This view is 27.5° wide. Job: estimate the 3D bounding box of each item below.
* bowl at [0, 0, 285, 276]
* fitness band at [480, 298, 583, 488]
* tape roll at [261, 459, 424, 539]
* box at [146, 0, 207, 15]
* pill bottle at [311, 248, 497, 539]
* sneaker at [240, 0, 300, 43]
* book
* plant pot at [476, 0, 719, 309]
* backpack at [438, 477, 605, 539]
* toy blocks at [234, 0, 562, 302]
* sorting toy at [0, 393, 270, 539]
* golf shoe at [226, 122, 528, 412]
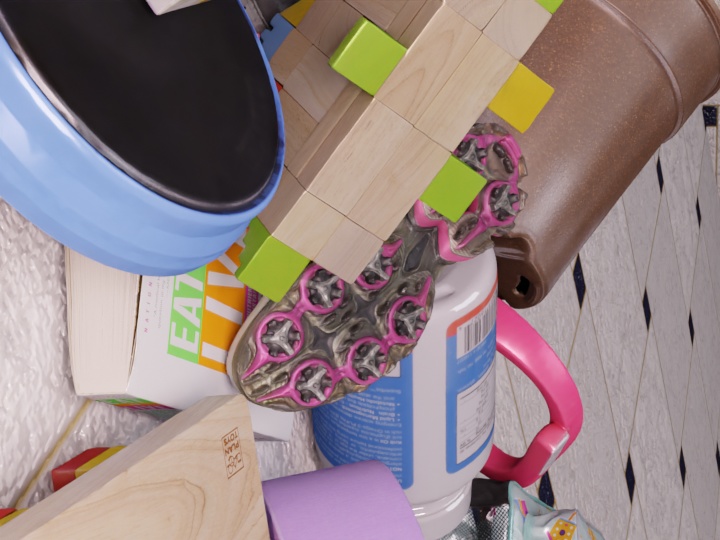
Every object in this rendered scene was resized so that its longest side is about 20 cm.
[{"bbox_3d":[-0.102,-0.095,0.587,0.201,0.039,0.201,43,31,-33],"label":"bowl"},{"bbox_3d":[0.080,0.075,0.981,0.037,0.144,0.200,-40,167,-20],"label":"fitness band"},{"bbox_3d":[-0.004,0.196,0.712,0.200,0.065,0.201,170,-90,-79],"label":"tape roll"},{"bbox_3d":[-0.044,-0.152,0.661,0.041,0.039,0.200,59,26,-5],"label":"box"},{"bbox_3d":[0.024,0.068,0.873,0.112,0.112,0.200,-71,164,-49],"label":"pill bottle"},{"bbox_3d":[-0.072,-0.148,0.760,0.095,0.079,0.200,-52,127,-50],"label":"sneaker"},{"bbox_3d":[-0.081,0.009,0.727,0.200,0.048,0.134,33,55,-69],"label":"book"},{"bbox_3d":[0.099,-0.097,0.929,0.198,0.200,0.200,-56,145,-17],"label":"plant pot"},{"bbox_3d":[0.097,0.251,0.999,0.176,0.153,0.201,49,48,-66],"label":"backpack"},{"bbox_3d":[-0.002,-0.092,0.700,0.100,0.200,0.137,31,10,-33],"label":"toy blocks"},{"bbox_3d":[-0.100,0.172,0.587,0.200,0.069,0.199,-30,114,-69],"label":"sorting toy"},{"bbox_3d":[0.000,0.000,0.758,0.200,0.092,0.073,-43,114,-28],"label":"golf shoe"}]
